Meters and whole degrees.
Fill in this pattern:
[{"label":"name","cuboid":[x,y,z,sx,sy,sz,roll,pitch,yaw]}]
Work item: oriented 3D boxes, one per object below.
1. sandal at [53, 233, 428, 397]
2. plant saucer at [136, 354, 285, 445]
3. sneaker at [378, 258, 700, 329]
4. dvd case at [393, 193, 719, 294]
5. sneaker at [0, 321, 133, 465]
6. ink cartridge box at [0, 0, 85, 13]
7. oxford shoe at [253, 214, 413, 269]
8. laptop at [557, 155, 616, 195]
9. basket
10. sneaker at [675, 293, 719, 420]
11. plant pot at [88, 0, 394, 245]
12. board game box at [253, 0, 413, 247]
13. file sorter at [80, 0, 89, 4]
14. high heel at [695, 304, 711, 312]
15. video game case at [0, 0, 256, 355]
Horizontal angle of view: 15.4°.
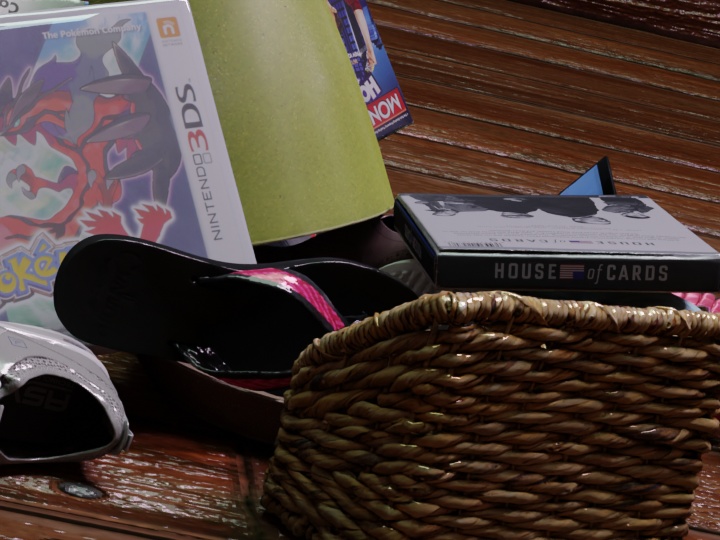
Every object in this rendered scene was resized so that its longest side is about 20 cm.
[{"label":"sandal","cuboid":[-0.055,0.028,1.328,0.199,0.076,0.045,9,11,-26]},{"label":"plant saucer","cuboid":[-0.034,0.061,1.459,0.199,0.035,0.200,12,13,-3]},{"label":"sneaker","cuboid":[0.098,0.031,1.442,0.199,0.074,0.082,15,22,35]},{"label":"dvd case","cuboid":[0.102,-0.017,1.439,0.149,0.025,0.200,1,11,-5]},{"label":"sneaker","cuboid":[-0.194,0.050,1.239,0.199,0.075,0.082,6,13,-33]},{"label":"ink cartridge box","cuboid":[-0.231,-0.124,1.590,0.116,0.068,0.200,15,-20,-9]},{"label":"oxford shoe","cuboid":[0.000,0.000,1.602,0.199,0.073,0.071,11,-13,47]},{"label":"laptop","cuboid":[0.064,-0.037,1.817,0.199,0.104,0.177,14,12,0]},{"label":"basket","cuboid":[0.064,0.064,1.292,0.199,0.150,0.143,3,16,-35]},{"label":"sneaker","cuboid":[0.131,0.049,1.602,0.199,0.075,0.081,2,-29,-5]},{"label":"plant pot","cuboid":[-0.086,-0.122,1.543,0.186,0.201,0.187,-8,7,1]},{"label":"board game box","cuboid":[-0.062,-0.105,1.713,0.062,0.201,0.200,-14,9,44]},{"label":"file sorter","cuboid":[-0.159,-0.102,1.818,0.138,0.123,0.200,0,19,-45]},{"label":"high heel","cuboid":[0.128,0.067,1.458,0.199,0.096,0.067,1,18,-45]},{"label":"video game case","cuboid":[-0.158,-0.044,1.349,0.199,0.183,0.023,-9,-14,-26]}]
